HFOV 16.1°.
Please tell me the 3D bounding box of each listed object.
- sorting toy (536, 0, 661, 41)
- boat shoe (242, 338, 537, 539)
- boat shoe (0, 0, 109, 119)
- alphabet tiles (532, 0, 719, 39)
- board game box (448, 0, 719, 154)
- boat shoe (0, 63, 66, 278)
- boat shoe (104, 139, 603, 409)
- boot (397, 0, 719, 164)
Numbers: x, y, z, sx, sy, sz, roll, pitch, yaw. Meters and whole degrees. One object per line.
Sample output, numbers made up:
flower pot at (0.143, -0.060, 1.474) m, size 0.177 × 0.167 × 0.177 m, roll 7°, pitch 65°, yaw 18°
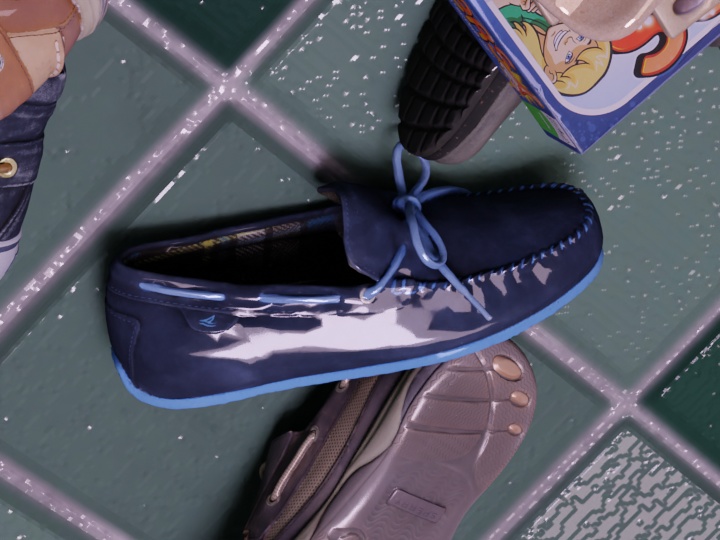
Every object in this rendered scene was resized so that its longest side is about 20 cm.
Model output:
sorting toy at (0.068, -0.202, 0.824) m, size 0.200 × 0.036 × 0.185 m, roll 39°, pitch 93°, yaw -23°
boat shoe at (-0.005, 0.099, 1.050) m, size 0.074 × 0.073 × 0.200 m, roll 32°, pitch 100°, yaw -35°
boat shoe at (-0.175, -0.123, 0.832) m, size 0.200 × 0.076 × 0.072 m, roll 35°, pitch 66°, yaw -15°
alphabet tiles at (0.096, -0.184, 0.861) m, size 0.166 × 0.006 × 0.200 m, roll -38°, pitch 118°, yaw -4°
board game box at (0.111, -0.157, 0.904) m, size 0.200 × 0.034 × 0.135 m, roll -41°, pitch 115°, yaw -4°
boat shoe at (-0.204, -0.058, 0.894) m, size 0.200 × 0.071 × 0.091 m, roll 10°, pitch 112°, yaw -31°
boat shoe at (0.000, 0.000, 0.988) m, size 0.200 × 0.084 × 0.069 m, roll -18°, pitch 124°, yaw -12°
boot at (0.115, -0.102, 0.980) m, size 0.131 × 0.068 × 0.200 m, roll 29°, pitch 103°, yaw -29°
